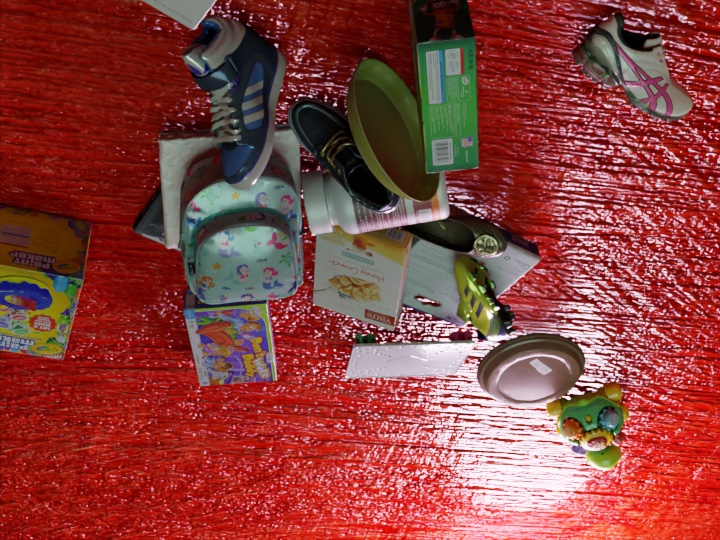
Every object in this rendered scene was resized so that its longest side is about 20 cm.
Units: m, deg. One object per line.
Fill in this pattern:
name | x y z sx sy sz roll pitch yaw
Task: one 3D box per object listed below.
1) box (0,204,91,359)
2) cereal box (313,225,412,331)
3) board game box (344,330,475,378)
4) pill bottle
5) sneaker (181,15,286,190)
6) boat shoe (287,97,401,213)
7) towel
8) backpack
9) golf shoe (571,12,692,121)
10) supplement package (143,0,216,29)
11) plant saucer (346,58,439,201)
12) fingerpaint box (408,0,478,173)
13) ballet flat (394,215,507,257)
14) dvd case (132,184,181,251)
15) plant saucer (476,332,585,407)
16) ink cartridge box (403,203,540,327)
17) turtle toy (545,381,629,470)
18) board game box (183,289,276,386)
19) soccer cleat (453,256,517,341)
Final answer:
box | -0.520 0.015 1.546 0.200 0.122 0.193 11 135 -17
cereal box | 0.000 0.000 1.605 0.144 0.040 0.200 18 139 12
board game box | 0.079 0.144 1.767 0.199 0.026 0.200 -1 159 -6
pill bottle | 0.021 -0.112 1.483 0.199 0.110 0.110 -9 137 3
sneaker | -0.176 -0.215 1.296 0.080 0.201 0.146 6 170 44
boat shoe | -0.022 -0.158 1.383 0.200 0.091 0.071 45 96 2
towel | -0.184 -0.118 1.481 0.199 0.032 0.191 -5 127 -10
backpack | -0.163 -0.057 1.427 0.177 0.151 0.200 -4 123 -10
golf shoe | 0.382 -0.267 1.389 0.200 0.073 0.092 24 128 -27
supplement package | -0.188 -0.405 1.121 0.152 0.151 0.200 26 127 -29
plant saucer | 0.038 -0.178 1.355 0.031 0.200 0.200 -22 135 29
fingerpaint box | 0.105 -0.253 1.304 0.073 0.167 0.200 -6 136 2
ballet flat | 0.118 -0.060 1.533 0.200 0.046 0.068 20 123 15
dvd case | -0.217 -0.073 1.558 0.200 0.025 0.150 23 129 -28
plant saucer | 0.311 0.187 1.891 0.200 0.030 0.200 -3 136 -3
ink cartridge box | 0.148 -0.006 1.660 0.196 0.043 0.200 22 133 -28
turtle toy | 0.444 0.302 1.973 0.145 0.101 0.200 -19 135 13
board game box | -0.214 0.110 1.736 0.134 0.045 0.200 -5 136 -2
soccer cleat | 0.182 0.053 1.653 0.084 0.065 0.200 -16 138 22
